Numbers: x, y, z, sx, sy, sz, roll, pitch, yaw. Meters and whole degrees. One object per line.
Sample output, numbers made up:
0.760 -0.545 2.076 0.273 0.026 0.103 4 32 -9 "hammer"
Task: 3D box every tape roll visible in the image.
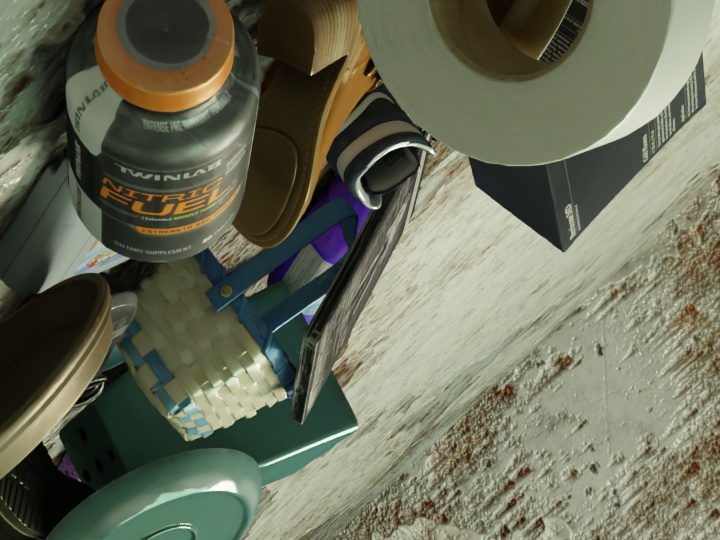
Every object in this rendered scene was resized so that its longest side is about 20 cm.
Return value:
0.099 -0.164 1.200 0.203 0.203 0.071 -46 166 30 "tape roll"

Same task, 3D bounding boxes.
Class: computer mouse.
-0.220 0.055 1.467 0.138 0.053 0.200 -27 164 -37 "computer mouse"

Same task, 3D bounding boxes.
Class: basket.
-0.084 0.027 1.569 0.199 0.140 0.176 -31 165 -8 "basket"

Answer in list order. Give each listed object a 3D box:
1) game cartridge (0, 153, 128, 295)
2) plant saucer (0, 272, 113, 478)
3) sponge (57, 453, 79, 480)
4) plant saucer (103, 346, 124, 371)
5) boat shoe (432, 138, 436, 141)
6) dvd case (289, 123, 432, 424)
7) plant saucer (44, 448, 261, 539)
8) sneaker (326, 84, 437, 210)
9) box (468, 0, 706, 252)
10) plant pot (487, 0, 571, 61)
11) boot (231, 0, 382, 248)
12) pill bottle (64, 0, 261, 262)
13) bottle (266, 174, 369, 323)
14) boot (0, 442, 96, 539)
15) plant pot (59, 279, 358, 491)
-0.143 -0.052 1.355 0.199 0.042 0.133 -28 159 -47 "game cartridge"
-0.219 0.080 1.254 0.200 0.030 0.200 -38 -162 15 "plant saucer"
-0.183 0.128 1.913 0.199 0.030 0.112 -32 166 -37 "sponge"
-0.205 0.061 1.625 0.200 0.019 0.070 -27 163 -53 "plant saucer"
0.087 -0.135 1.707 0.199 0.062 0.073 -26 165 -47 "boat shoe"
0.000 0.000 1.540 0.201 0.016 0.149 -62 172 -25 "dvd case"
-0.163 0.213 1.671 0.199 0.028 0.201 -24 149 -15 "plant saucer"
0.016 -0.104 1.476 0.070 0.109 0.200 -43 168 21 "sneaker"
0.172 -0.149 1.651 0.182 0.104 0.200 -46 153 -14 "box"
0.095 -0.200 1.321 0.200 0.027 0.201 -54 -155 39 "plant pot"
-0.013 -0.118 1.343 0.155 0.073 0.201 -37 154 -47 "boot"
-0.109 -0.087 1.151 0.106 0.106 0.200 -36 167 -18 "pill bottle"
-0.013 -0.032 1.767 0.083 0.065 0.200 -30 165 -37 "bottle"
-0.302 0.181 1.645 0.137 0.078 0.200 -7 144 20 "boot"
-0.137 0.126 1.752 0.199 0.142 0.141 -23 171 -35 "plant pot"
